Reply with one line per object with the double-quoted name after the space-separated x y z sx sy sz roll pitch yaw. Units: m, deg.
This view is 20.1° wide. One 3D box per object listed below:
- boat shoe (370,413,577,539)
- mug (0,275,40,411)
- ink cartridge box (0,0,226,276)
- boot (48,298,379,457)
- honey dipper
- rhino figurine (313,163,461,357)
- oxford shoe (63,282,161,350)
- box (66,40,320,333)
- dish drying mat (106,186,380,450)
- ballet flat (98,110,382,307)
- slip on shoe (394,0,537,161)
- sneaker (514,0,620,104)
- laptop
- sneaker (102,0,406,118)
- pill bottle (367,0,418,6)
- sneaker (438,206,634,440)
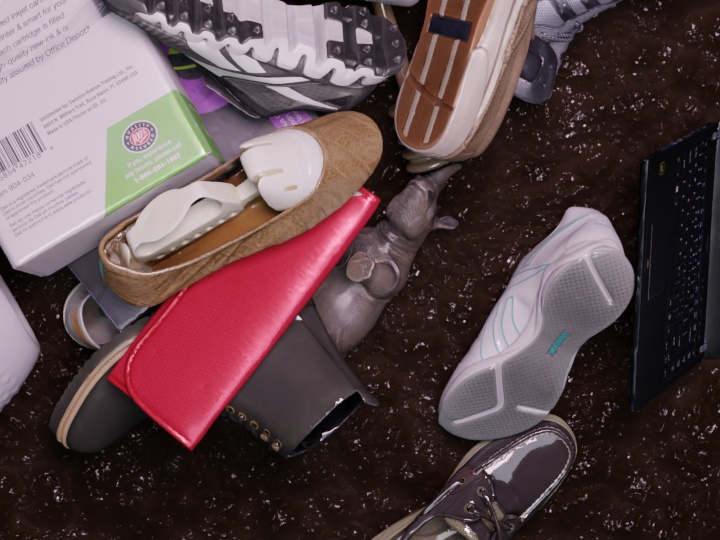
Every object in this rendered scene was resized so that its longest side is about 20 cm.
0.079 0.184 1.465 0.200 0.065 0.073 -43 105 6 "boat shoe"
-0.313 0.045 1.318 0.175 0.148 0.200 -31 143 -7 "mug"
-0.197 -0.120 1.294 0.145 0.084 0.201 -29 84 3 "ink cartridge box"
-0.099 0.090 1.334 0.200 0.077 0.139 -41 71 14 "boot"
0.020 -0.165 1.369 0.038 0.038 0.201 -18 105 -1 "honey dipper"
0.000 0.000 1.394 0.060 0.087 0.200 44 98 22 "rhino figurine"
-0.112 0.001 1.391 0.199 0.058 0.076 -28 106 1 "oxford shoe"
-0.126 -0.076 1.346 0.200 0.036 0.143 -41 87 3 "box"
-0.075 0.013 1.304 0.077 0.018 0.200 37 88 14 "dish drying mat"
-0.080 -0.045 1.269 0.199 0.072 0.068 -27 67 7 "ballet flat"
0.085 -0.165 1.297 0.060 0.076 0.202 11 99 -44 "slip on shoe"
0.143 -0.174 1.360 0.198 0.076 0.115 -3 108 0 "sneaker"
0.272 -0.006 1.408 0.103 0.200 0.179 10 109 29 "laptop"
-0.077 -0.137 1.268 0.199 0.067 0.091 14 141 -22 "sneaker"
-0.052 -0.237 1.282 0.198 0.114 0.115 10 106 7 "pill bottle"
0.122 0.040 1.428 0.070 0.081 0.201 26 122 -21 "sneaker"
